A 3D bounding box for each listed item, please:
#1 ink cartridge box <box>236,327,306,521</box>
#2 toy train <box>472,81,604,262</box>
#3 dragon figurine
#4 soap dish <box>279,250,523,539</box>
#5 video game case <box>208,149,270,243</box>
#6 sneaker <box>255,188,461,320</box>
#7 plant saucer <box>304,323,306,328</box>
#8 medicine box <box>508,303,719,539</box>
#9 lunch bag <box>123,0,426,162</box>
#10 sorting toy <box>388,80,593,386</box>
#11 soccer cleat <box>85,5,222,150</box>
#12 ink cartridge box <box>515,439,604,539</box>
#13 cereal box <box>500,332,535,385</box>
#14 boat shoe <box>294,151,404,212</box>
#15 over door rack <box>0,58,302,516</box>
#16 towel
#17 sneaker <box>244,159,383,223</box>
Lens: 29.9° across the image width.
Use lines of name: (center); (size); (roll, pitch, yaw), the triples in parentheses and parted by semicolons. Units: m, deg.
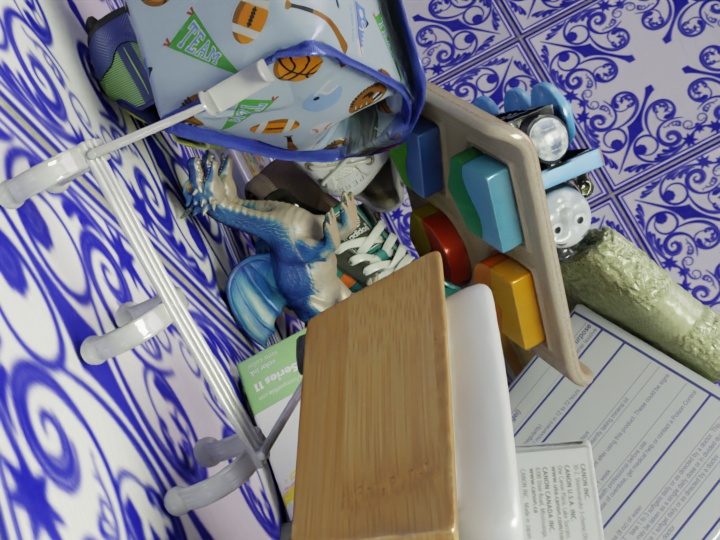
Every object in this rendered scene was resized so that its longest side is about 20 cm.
ink cartridge box: (0.006, 0.139, 0.734); (0.117, 0.067, 0.200); (59, 5, -51)
toy train: (0.100, -0.063, 0.938); (0.115, 0.086, 0.200); (68, -15, -9)
dragon figurine: (-0.044, 0.009, 0.846); (0.059, 0.099, 0.201); (-56, 132, -57)
soap dish: (0.021, 0.118, 0.519); (0.158, 0.081, 0.201); (-89, 174, -57)
video game case: (-0.087, -0.069, 1.161); (0.183, 0.022, 0.200); (63, 4, 1)
sneaker: (0.000, 0.000, 0.900); (0.200, 0.071, 0.080); (19, -55, 38)
plant saucer: (0.005, 0.126, 1.025); (0.201, 0.032, 0.200); (63, 5, -10)
medicine box: (0.177, 0.154, 0.926); (0.200, 0.182, 0.103); (34, -12, 43)
lunch bag: (-0.041, -0.159, 0.774); (0.200, 0.123, 0.171); (12, 59, -65)
sorting toy: (0.068, -0.032, 0.869); (0.185, 0.036, 0.201); (39, -24, 54)
soccer cleat: (-0.109, -0.101, 0.846); (0.084, 0.065, 0.200); (63, 8, 17)
ink cartridge box: (0.095, 0.206, 0.624); (0.174, 0.043, 0.201); (78, 9, -57)
cereal box: (0.067, 0.078, 1.138); (0.039, 0.200, 0.144); (-30, 95, -42)
boat shoe: (-0.011, -0.086, 0.931); (0.200, 0.071, 0.070); (23, 47, -64)
over door rack: (-0.068, 0.002, 0.590); (0.148, 0.066, 0.200); (62, 25, -8)
towel: (0.190, 0.027, 0.971); (0.148, 0.037, 0.200); (41, -9, -4)
sneaker: (0.001, -0.008, 1.016); (0.200, 0.075, 0.070); (51, -14, -5)
